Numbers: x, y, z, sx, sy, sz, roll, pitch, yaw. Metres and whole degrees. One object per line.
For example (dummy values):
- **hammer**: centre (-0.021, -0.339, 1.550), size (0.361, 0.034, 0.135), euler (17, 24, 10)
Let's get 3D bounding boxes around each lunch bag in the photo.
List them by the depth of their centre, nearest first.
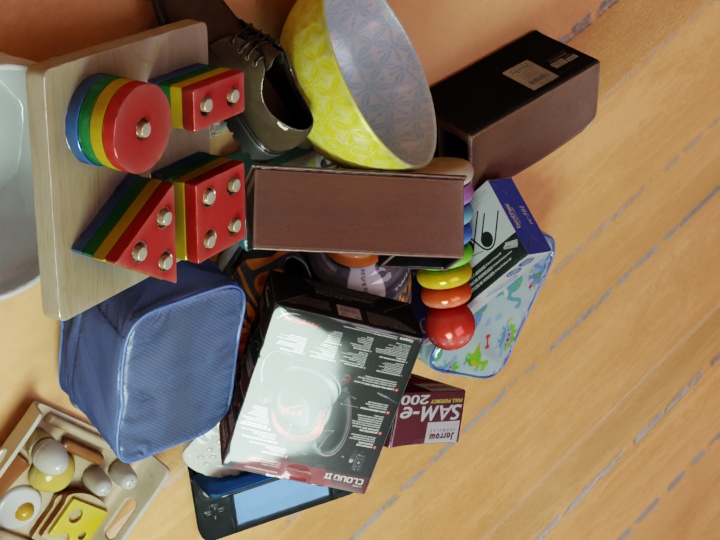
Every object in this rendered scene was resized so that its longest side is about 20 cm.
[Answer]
- **lunch bag**: centre (-0.200, 0.054, 1.220), size (0.135, 0.132, 0.201), euler (-17, 131, -40)
- **lunch bag**: centre (0.141, 0.028, 1.581), size (0.160, 0.082, 0.201), euler (11, 107, -47)

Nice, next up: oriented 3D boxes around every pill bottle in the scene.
- **pill bottle**: centre (0.000, 0.000, 1.358), size (0.106, 0.106, 0.200), euler (-42, 159, -16)

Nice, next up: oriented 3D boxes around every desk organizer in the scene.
- **desk organizer**: centre (-0.006, -0.047, 1.224), size (0.199, 0.072, 0.078), euler (2, 80, -10)

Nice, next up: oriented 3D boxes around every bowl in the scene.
- **bowl**: centre (-0.022, -0.171, 1.253), size (0.107, 0.201, 0.200), euler (-21, 149, 26)

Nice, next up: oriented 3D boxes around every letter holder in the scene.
- **letter holder**: centre (0.160, -0.151, 1.473), size (0.199, 0.100, 0.143), euler (-31, 135, -27)

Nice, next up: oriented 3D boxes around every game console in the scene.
- **game console**: centre (-0.075, 0.236, 1.436), size (0.199, 0.118, 0.172), euler (-16, 128, -16)

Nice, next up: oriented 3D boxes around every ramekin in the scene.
- **ramekin**: centre (-0.312, -0.082, 1.041), size (0.199, 0.105, 0.201), euler (-24, 129, -33)

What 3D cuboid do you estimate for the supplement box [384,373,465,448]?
- **supplement box**: centre (0.001, 0.133, 1.414), size (0.108, 0.199, 0.061), euler (3, 98, -46)

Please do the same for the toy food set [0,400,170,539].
- **toy food set**: centre (-0.289, 0.223, 1.296), size (0.144, 0.060, 0.200), euler (-55, 139, -2)

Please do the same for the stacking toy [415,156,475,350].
- **stacking toy**: centre (0.083, -0.012, 1.384), size (0.085, 0.085, 0.201), euler (-18, 110, -36)

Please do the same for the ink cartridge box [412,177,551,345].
- **ink cartridge box**: centre (0.110, -0.006, 1.447), size (0.044, 0.094, 0.200), euler (-9, 154, -44)

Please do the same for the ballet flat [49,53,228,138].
- **ballet flat**: centre (-0.192, -0.140, 1.156), size (0.199, 0.076, 0.064), euler (4, 144, -41)

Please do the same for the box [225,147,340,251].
- **box**: centre (-0.051, -0.098, 1.334), size (0.199, 0.049, 0.083), euler (-25, 131, -32)

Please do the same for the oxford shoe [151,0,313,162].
- **oxford shoe**: centre (-0.105, -0.194, 1.150), size (0.200, 0.084, 0.073), euler (52, 49, -17)

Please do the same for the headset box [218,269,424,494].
- **headset box**: centre (-0.044, 0.117, 1.266), size (0.148, 0.075, 0.201), euler (13, 113, -14)

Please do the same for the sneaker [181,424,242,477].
- **sneaker**: centre (-0.100, 0.133, 1.364), size (0.200, 0.081, 0.077), euler (-36, 125, 1)

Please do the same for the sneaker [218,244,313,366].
- **sneaker**: centre (-0.115, 0.061, 1.324), size (0.077, 0.112, 0.201), euler (11, 107, -47)

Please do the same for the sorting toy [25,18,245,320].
- **sorting toy**: centre (-0.166, -0.080, 1.061), size (0.199, 0.069, 0.201), euler (-33, 131, -53)
